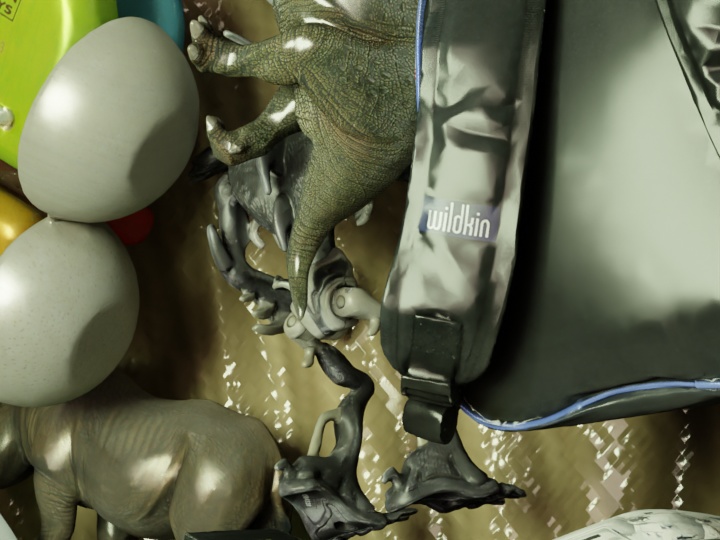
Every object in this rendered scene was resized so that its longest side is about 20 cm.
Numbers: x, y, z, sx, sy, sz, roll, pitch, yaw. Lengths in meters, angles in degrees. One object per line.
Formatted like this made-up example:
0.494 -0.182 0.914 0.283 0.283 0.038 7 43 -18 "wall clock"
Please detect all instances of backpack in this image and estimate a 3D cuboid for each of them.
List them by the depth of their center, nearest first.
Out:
0.109 -0.049 0.927 0.199 0.154 0.192 -11 85 24 "backpack"

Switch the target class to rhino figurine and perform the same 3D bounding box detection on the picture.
-0.108 0.083 1.130 0.199 0.060 0.088 17 95 34 "rhino figurine"

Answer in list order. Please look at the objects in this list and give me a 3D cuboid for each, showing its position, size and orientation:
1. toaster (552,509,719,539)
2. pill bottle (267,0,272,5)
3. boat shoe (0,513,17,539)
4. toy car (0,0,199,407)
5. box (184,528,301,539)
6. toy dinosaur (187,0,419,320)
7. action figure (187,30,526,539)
0.086 0.168 0.969 0.199 0.113 0.130 -26 66 30 "toaster"
-0.055 -0.187 1.105 0.200 0.116 0.116 42 105 29 "pill bottle"
-0.197 0.092 1.106 0.200 0.062 0.072 53 157 -3 "boat shoe"
-0.134 -0.054 1.108 0.175 0.150 0.201 32 116 27 "toy car"
-0.019 0.205 0.984 0.193 0.047 0.201 -170 79 -68 "box"
-0.006 -0.086 0.974 0.102 0.077 0.201 1 80 13 "toy dinosaur"
0.000 0.000 1.054 0.118 0.102 0.201 -19 75 32 "action figure"
